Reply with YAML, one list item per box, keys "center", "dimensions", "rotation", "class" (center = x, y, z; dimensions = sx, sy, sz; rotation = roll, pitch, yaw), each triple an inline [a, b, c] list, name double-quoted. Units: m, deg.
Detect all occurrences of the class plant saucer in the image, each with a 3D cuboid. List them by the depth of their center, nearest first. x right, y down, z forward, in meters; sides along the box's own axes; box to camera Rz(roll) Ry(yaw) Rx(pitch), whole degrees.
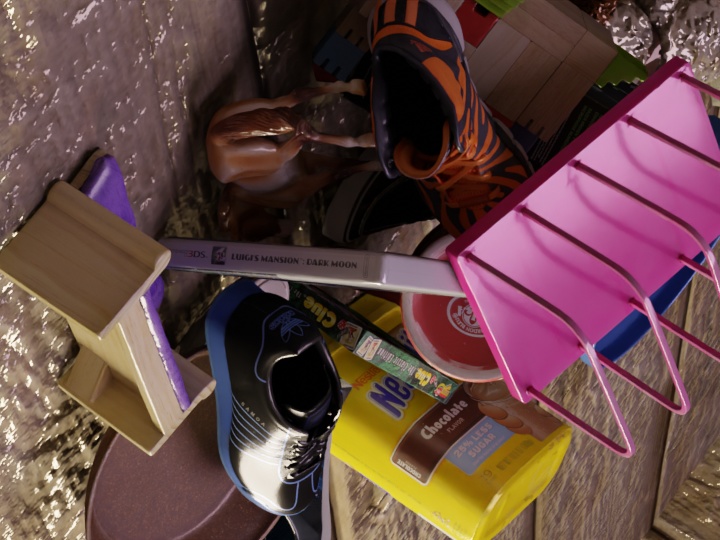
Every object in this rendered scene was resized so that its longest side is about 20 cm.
- center: [-0.114, 0.128, 1.530]
  dimensions: [0.200, 0.037, 0.201]
  rotation: [-28, 133, -35]
  class: "plant saucer"

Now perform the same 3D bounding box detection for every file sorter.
- center: [0.183, -0.003, 1.408]
  dimensions: [0.200, 0.125, 0.139]
  rotation: [-40, 132, -15]
  class: "file sorter"

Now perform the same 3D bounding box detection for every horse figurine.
- center: [-0.046, -0.071, 1.432]
  dimensions: [0.200, 0.132, 0.050]
  rotation: [50, 32, -70]
  class: "horse figurine"

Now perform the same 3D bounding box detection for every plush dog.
- center: [0.219, -0.187, 1.850]
  dimensions: [0.172, 0.160, 0.200]
  rotation: [-19, 145, -24]
  class: "plush dog"

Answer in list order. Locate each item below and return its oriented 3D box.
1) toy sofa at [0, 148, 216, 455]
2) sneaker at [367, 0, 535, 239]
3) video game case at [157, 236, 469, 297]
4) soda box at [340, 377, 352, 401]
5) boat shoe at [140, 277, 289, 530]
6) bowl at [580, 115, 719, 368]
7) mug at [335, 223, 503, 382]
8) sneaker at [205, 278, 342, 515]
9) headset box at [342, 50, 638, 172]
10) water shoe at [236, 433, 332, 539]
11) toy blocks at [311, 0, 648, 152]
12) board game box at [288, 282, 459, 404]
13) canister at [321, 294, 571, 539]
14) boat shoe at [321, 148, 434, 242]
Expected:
- center: [-0.139, 0.021, 1.361]
  dimensions: [0.098, 0.083, 0.200]
  rotation: [-50, 160, -17]
  class: "toy sofa"
- center: [0.050, -0.067, 1.399]
  dimensions: [0.200, 0.078, 0.112]
  rotation: [60, 21, -25]
  class: "sneaker"
- center: [0.000, 0.000, 1.472]
  dimensions: [0.200, 0.182, 0.023]
  rotation: [6, 88, -53]
  class: "video game case"
- center: [-0.089, 0.156, 1.732]
  dimensions: [0.200, 0.063, 0.071]
  rotation: [-61, 161, 11]
  class: "soda box"
- center: [-0.119, 0.081, 1.570]
  dimensions: [0.067, 0.057, 0.200]
  rotation: [21, 98, -53]
  class: "boat shoe"
- center: [0.207, -0.022, 1.594]
  dimensions: [0.201, 0.039, 0.201]
  rotation: [-47, 162, -20]
  class: "bowl"
- center: [0.069, 0.028, 1.670]
  dimensions: [0.177, 0.134, 0.200]
  rotation: [-15, -179, 5]
  class: "mug"
- center: [-0.048, 0.098, 1.490]
  dimensions: [0.070, 0.078, 0.200]
  rotation: [-38, 138, -25]
  class: "sneaker"
- center: [0.119, -0.111, 1.603]
  dimensions: [0.093, 0.200, 0.174]
  rotation: [-62, 161, 15]
  class: "headset box"
- center: [-0.061, 0.136, 1.636]
  dimensions: [0.079, 0.071, 0.200]
  rotation: [-34, 117, -63]
  class: "water shoe"
- center: [0.063, -0.136, 1.466]
  dimensions: [0.137, 0.200, 0.100]
  rotation: [-52, -166, 18]
  class: "toy blocks"
- center: [-0.003, 0.045, 1.669]
  dimensions: [0.023, 0.105, 0.200]
  rotation: [-57, 154, 0]
  class: "board game box"
- center: [0.049, 0.118, 1.796]
  dimensions: [0.149, 0.200, 0.087]
  rotation: [-35, 152, -48]
  class: "canister"
- center: [0.049, -0.073, 1.699]
  dimensions: [0.200, 0.064, 0.071]
  rotation: [-40, 155, -40]
  class: "boat shoe"
